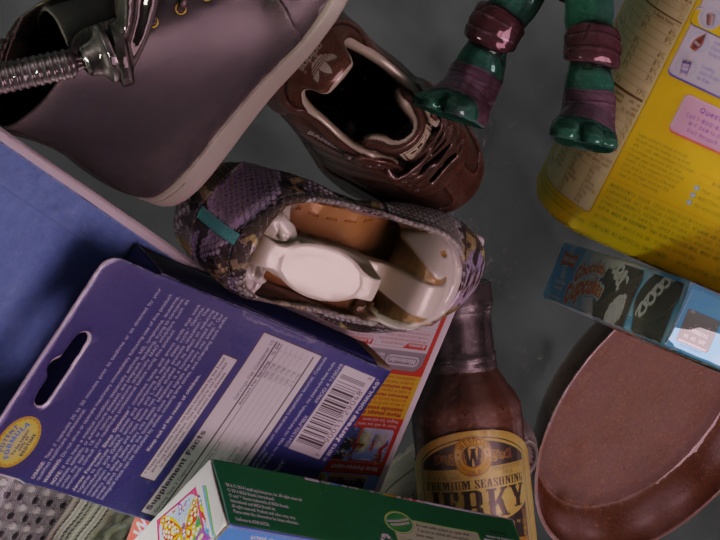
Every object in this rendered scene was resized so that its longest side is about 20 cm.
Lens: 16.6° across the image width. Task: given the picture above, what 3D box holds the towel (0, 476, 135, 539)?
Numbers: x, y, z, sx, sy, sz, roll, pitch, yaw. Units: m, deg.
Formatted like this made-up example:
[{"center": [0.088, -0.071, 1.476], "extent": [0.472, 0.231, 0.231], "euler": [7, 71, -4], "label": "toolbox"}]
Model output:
[{"center": [-0.157, 0.087, 1.202], "extent": [0.192, 0.035, 0.201], "euler": [26, 102, -47], "label": "towel"}]

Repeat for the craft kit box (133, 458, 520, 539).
[{"center": [-0.046, 0.182, 1.251], "extent": [0.199, 0.049, 0.198], "euler": [16, 129, -37], "label": "craft kit box"}]

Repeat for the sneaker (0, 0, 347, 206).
[{"center": [-0.075, -0.124, 1.080], "extent": [0.106, 0.075, 0.201], "euler": [19, 108, -46], "label": "sneaker"}]

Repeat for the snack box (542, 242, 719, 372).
[{"center": [0.181, 0.030, 1.298], "extent": [0.115, 0.200, 0.037], "euler": [22, 91, -14], "label": "snack box"}]

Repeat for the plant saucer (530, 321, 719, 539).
[{"center": [0.175, 0.080, 1.478], "extent": [0.199, 0.034, 0.201], "euler": [-23, 132, -27], "label": "plant saucer"}]

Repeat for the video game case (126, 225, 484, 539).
[{"center": [-0.027, 0.061, 1.259], "extent": [0.142, 0.017, 0.201], "euler": [8, 110, -41], "label": "video game case"}]

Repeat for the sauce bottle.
[{"center": [0.059, 0.106, 1.322], "extent": [0.064, 0.065, 0.202], "euler": [-10, 94, -35], "label": "sauce bottle"}]

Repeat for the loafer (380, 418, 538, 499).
[{"center": [0.024, 0.151, 1.375], "extent": [0.199, 0.070, 0.070], "euler": [-34, 137, -15], "label": "loafer"}]

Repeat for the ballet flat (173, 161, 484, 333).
[{"center": [0.000, 0.000, 1.182], "extent": [0.199, 0.072, 0.072], "euler": [14, 111, -43], "label": "ballet flat"}]

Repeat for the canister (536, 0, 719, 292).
[{"center": [0.194, -0.099, 1.284], "extent": [0.148, 0.087, 0.201], "euler": [23, 112, -7], "label": "canister"}]

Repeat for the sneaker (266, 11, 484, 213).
[{"center": [0.010, -0.066, 1.194], "extent": [0.071, 0.076, 0.200], "euler": [-51, 139, 5], "label": "sneaker"}]

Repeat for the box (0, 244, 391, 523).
[{"center": [-0.087, 0.062, 1.171], "extent": [0.199, 0.032, 0.122], "euler": [25, 104, -47], "label": "box"}]

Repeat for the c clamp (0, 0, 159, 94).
[{"center": [-0.170, -0.098, 1.016], "extent": [0.198, 0.027, 0.172], "euler": [-18, 115, -3], "label": "c clamp"}]

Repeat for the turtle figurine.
[{"center": [0.095, -0.161, 1.134], "extent": [0.100, 0.149, 0.202], "euler": [12, 90, -51], "label": "turtle figurine"}]

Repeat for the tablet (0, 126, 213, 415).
[{"center": [-0.149, 0.023, 1.124], "extent": [0.130, 0.014, 0.200], "euler": [-49, 138, 4], "label": "tablet"}]
